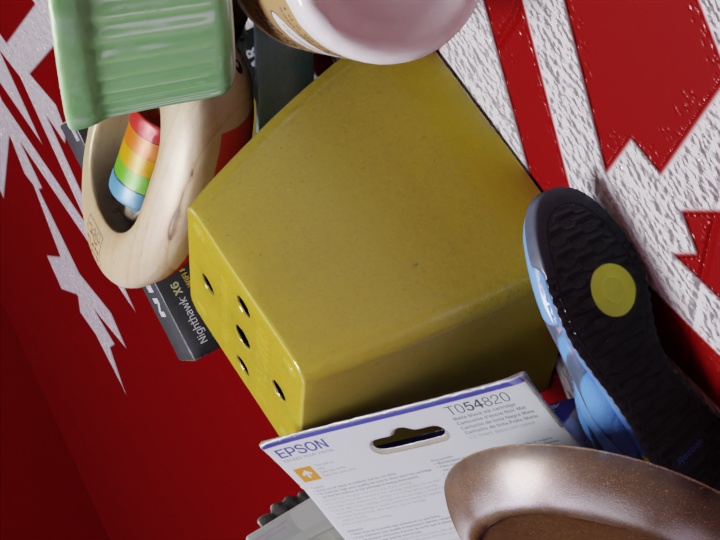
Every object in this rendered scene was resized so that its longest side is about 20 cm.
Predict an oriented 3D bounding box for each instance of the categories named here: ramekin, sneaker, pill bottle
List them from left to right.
[{"bbox_3d":[-0.128,-0.184,1.229,0.200,0.097,0.201,174,90,-85],"label":"ramekin"},{"bbox_3d":[-0.014,-0.177,1.211,0.115,0.114,0.200,66,168,-15],"label":"pill bottle"},{"bbox_3d":[0.134,0.050,1.214,0.201,0.066,0.078,61,153,-7],"label":"sneaker"}]

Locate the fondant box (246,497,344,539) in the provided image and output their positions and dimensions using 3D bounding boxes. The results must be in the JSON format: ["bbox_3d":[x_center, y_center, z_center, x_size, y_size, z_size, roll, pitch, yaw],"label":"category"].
[{"bbox_3d":[0.030,0.241,1.550,0.200,0.144,0.058,54,159,19],"label":"fondant box"}]

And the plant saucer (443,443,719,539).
[{"bbox_3d":[0.139,0.159,1.228,0.199,0.032,0.200,16,152,9],"label":"plant saucer"}]

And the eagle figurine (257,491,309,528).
[{"bbox_3d":[0.019,0.269,1.680,0.151,0.151,0.200,-1,134,42],"label":"eagle figurine"}]

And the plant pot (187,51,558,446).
[{"bbox_3d":[0.000,0.000,1.354,0.200,0.176,0.200,56,162,21],"label":"plant pot"}]

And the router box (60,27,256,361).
[{"bbox_3d":[-0.106,-0.056,1.617,0.201,0.157,0.052,63,164,-7],"label":"router box"}]

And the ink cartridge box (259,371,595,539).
[{"bbox_3d":[0.072,0.136,1.319,0.199,0.041,0.200,-16,126,33],"label":"ink cartridge box"}]

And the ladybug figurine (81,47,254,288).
[{"bbox_3d":[-0.121,-0.074,1.389,0.136,0.072,0.200,58,137,37],"label":"ladybug figurine"}]

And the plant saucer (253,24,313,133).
[{"bbox_3d":[-0.051,-0.140,1.434,0.201,0.039,0.202,179,90,-87],"label":"plant saucer"}]

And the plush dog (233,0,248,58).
[{"bbox_3d":[-0.134,-0.171,1.478,0.200,0.160,0.172,95,150,-66],"label":"plush dog"}]
